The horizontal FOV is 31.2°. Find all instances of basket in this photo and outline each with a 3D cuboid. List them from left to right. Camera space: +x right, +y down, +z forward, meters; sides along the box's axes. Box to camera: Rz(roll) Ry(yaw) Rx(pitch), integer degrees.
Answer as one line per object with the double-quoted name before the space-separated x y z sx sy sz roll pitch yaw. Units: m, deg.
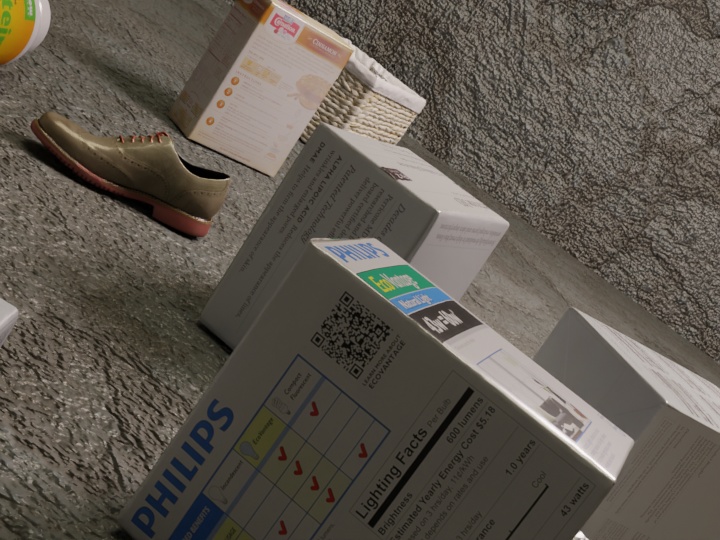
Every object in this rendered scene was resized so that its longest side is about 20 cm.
"basket" -0.033 -0.286 2.137 0.198 0.162 0.199 40 15 24

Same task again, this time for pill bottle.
"pill bottle" -0.381 -0.255 1.255 0.111 0.112 0.200 36 13 5

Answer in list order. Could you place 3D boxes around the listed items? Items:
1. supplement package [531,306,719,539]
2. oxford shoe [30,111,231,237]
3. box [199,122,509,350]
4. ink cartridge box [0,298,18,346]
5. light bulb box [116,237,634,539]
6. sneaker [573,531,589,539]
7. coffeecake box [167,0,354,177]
"supplement package" 0.213 0.172 1.040 0.199 0.192 0.147 27 15 -33
"oxford shoe" -0.216 -0.109 1.228 0.199 0.075 0.071 28 15 -28
"box" 0.000 0.000 1.102 0.130 0.201 0.199 38 13 19
"ink cartridge box" -0.299 0.010 0.671 0.199 0.044 0.197 32 14 -4
"light bulb box" 0.012 0.117 0.715 0.199 0.199 0.125 38 11 12
"sneaker" 0.122 0.255 0.774 0.077 0.100 0.201 4 48 -14
"coffeecake box" -0.127 -0.242 1.651 0.153 0.201 0.073 22 17 -43
